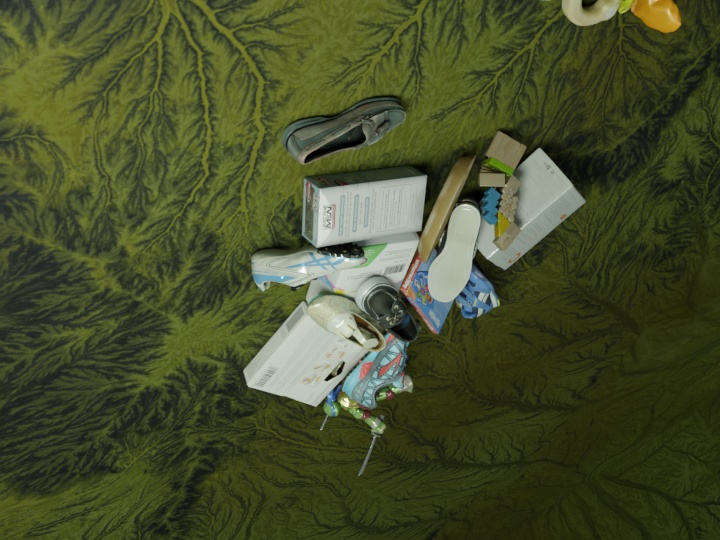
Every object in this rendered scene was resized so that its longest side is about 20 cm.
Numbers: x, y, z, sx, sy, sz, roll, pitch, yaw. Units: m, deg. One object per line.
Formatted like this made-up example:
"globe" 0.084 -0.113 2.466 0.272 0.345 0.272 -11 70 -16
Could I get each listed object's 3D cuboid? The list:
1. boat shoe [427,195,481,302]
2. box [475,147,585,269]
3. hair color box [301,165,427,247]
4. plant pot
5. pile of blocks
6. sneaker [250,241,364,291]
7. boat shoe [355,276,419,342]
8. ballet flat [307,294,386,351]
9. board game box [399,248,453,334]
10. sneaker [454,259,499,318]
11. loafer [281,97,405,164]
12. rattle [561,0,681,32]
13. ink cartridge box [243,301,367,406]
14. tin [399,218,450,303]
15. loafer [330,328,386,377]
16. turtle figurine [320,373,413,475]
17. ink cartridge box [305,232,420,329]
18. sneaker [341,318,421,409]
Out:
"boat shoe" 0.171 -0.038 1.545 0.060 0.073 0.202 -57 161 -61
"box" 0.297 -0.109 1.583 0.200 0.098 0.124 -42 156 13
"hair color box" 0.007 -0.106 1.393 0.198 0.061 0.100 -10 118 -29
"plant pot" 0.141 -0.107 1.457 0.200 0.027 0.201 90 26 -79
"pile of blocks" 0.235 -0.136 1.499 0.081 0.202 0.062 4 179 -12
"sneaker" -0.083 -0.007 1.397 0.198 0.072 0.073 -6 110 21
"boat shoe" 0.055 0.071 1.516 0.069 0.057 0.200 -46 148 0
"ballet flat" -0.015 0.094 1.494 0.067 0.063 0.199 -44 143 14
"board game box" 0.132 0.034 1.609 0.104 0.019 0.200 -64 150 -16
"sneaker" 0.225 0.039 1.750 0.082 0.074 0.200 -30 144 2
"loafer" -0.016 -0.200 1.282 0.198 0.063 0.072 -19 143 -18
"rattle" 0.351 -0.393 1.270 0.199 0.144 0.130 -6 157 -41
"ink cartridge box" -0.098 0.164 1.654 0.175 0.045 0.200 24 118 -38
"tin" 0.120 -0.018 1.631 0.111 0.042 0.201 -5 138 -38
"loafer" 0.008 0.145 1.715 0.200 0.068 0.076 -39 147 13
"turtle figurine" 0.006 0.278 1.810 0.193 0.144 0.202 -28 113 -23
"ink cartridge box" 0.000 0.000 1.519 0.144 0.084 0.201 -9 139 -29
"sneaker" 0.059 0.183 1.659 0.200 0.095 0.079 -48 167 4
